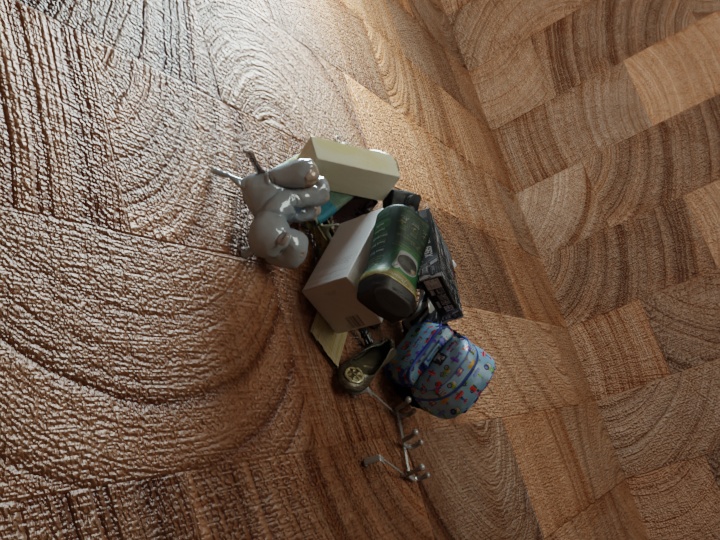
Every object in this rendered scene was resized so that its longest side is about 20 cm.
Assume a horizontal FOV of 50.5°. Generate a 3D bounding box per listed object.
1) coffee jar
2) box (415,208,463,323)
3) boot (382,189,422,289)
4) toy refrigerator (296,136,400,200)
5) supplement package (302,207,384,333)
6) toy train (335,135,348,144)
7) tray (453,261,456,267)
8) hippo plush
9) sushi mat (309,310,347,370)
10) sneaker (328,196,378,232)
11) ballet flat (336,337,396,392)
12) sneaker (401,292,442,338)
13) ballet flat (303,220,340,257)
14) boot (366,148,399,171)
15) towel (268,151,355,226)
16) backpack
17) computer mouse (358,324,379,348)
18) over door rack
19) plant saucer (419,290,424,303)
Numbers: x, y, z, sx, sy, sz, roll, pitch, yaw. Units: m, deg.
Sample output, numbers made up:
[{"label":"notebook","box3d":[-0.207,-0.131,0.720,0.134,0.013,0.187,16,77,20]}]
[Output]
[{"label":"coffee jar","box3d":[0.060,-0.012,1.369,0.104,0.085,0.202,36,51,-27]},{"label":"box","box3d":[0.155,-0.007,1.562,0.200,0.049,0.160,53,25,-57]},{"label":"boot","box3d":[0.100,-0.064,1.640,0.164,0.065,0.203,12,81,-52]},{"label":"toy refrigerator","box3d":[-0.026,-0.206,1.542,0.198,0.076,0.071,8,49,-32]},{"label":"supplement package","box3d":[0.000,0.000,1.458,0.120,0.120,0.201,51,45,-25]},{"label":"toy train","box3d":[-0.002,-0.242,1.861,0.150,0.055,0.202,34,39,-51]},{"label":"tray","box3d":[0.144,-0.056,1.888,0.198,0.022,0.107,29,20,12]},{"label":"hippo plush","box3d":[-0.133,-0.097,1.317,0.200,0.158,0.163,39,33,-46]},{"label":"sushi mat","box3d":[-0.052,0.096,1.483,0.096,0.012,0.201,55,26,-22]},{"label":"sneaker","box3d":[-0.010,-0.105,1.632,0.076,0.114,0.202,36,36,-53]},{"label":"ballet flat","box3d":[0.018,0.174,1.457,0.067,0.047,0.199,42,30,13]},{"label":"sneaker","box3d":[0.145,0.096,1.744,0.079,0.129,0.202,15,74,-30]},{"label":"ballet flat","box3d":[-0.076,-0.094,1.550,0.202,0.070,0.071,63,24,-4]},{"label":"boot","box3d":[-0.017,-0.216,1.663,0.107,0.197,0.076,-57,150,-57]},{"label":"towel","box3d":[-0.088,-0.178,1.543,0.147,0.022,0.200,43,40,3]},{"label":"backpack","box3d":[0.167,0.203,1.558,0.135,0.183,0.199,49,-15,-23]},{"label":"computer mouse","box3d":[0.040,0.106,1.619,0.142,0.046,0.200,66,20,-11]},{"label":"over door rack","box3d":[0.070,0.314,1.464,0.199,0.066,0.149,35,37,-50]},{"label":"plant saucer","box3d":[0.182,0.079,1.902,0.200,0.032,0.204,-1,90,-69]}]
